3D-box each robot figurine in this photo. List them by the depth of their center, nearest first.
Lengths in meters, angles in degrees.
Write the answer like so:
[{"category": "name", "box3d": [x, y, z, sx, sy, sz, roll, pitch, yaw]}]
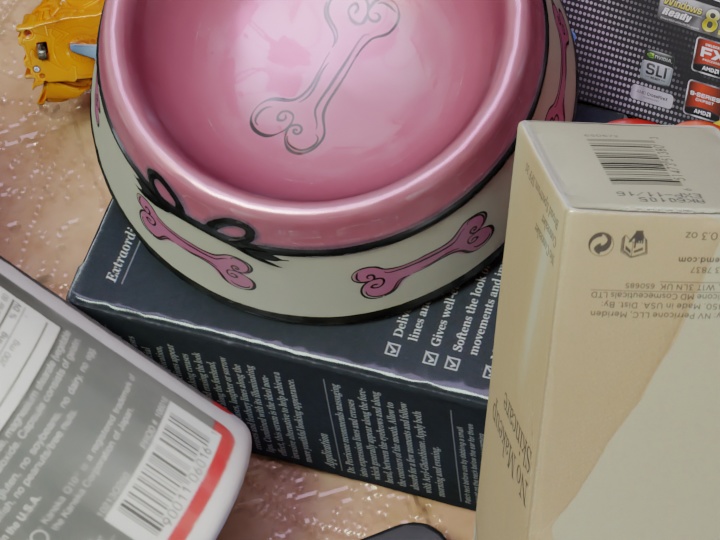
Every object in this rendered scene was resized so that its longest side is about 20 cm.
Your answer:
[{"category": "robot figurine", "box3d": [-0.054, -0.128, 1.153, 0.200, 0.058, 0.145, -5, 33, 3]}]

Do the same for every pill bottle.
[{"category": "pill bottle", "box3d": [-0.153, 0.055, 0.978, 0.200, 0.114, 0.114, 35, 63, -12]}]

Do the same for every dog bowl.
[{"category": "dog bowl", "box3d": [-0.014, -0.085, 0.977, 0.200, 0.074, 0.200, -2, 71, 5]}]

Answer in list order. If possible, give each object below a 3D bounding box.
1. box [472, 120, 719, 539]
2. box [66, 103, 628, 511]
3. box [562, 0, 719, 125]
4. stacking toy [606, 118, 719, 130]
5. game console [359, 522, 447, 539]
[{"category": "box", "box3d": [0.092, 0.054, 0.907, 0.078, 0.200, 0.095, 1, 22, -9]}, {"category": "box", "box3d": [0.000, 0.000, 1.052, 0.200, 0.107, 0.148, 14, 61, 13]}, {"category": "box", "box3d": [0.087, -0.153, 1.094, 0.200, 0.044, 0.160, 16, 81, -18]}, {"category": "stacking toy", "box3d": [0.166, -0.033, 1.014, 0.200, 0.085, 0.085, -3, 50, -38]}, {"category": "game console", "box3d": [-0.033, 0.180, 0.939, 0.200, 0.116, 0.176, -20, 59, -7]}]
